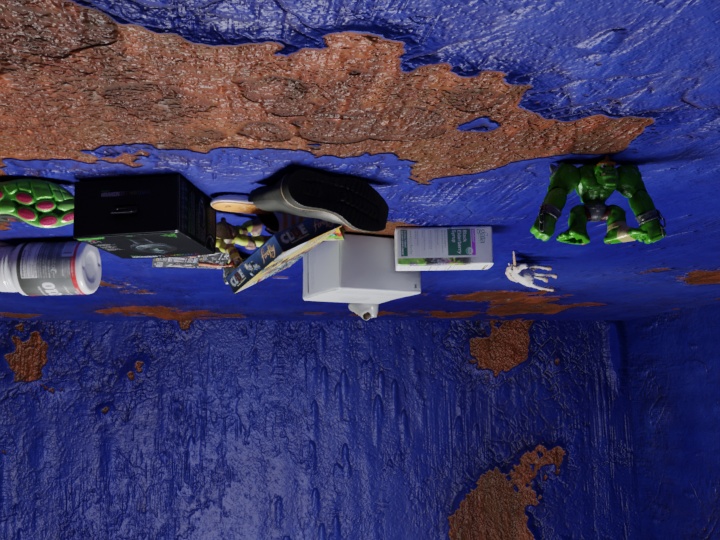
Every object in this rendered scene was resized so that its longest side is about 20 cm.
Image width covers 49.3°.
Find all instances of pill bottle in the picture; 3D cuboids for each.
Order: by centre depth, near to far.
[{"bbox_3d":[-0.664,-0.004,1.659,0.198,0.115,0.114,-2,171,5],"label":"pill bottle"}]

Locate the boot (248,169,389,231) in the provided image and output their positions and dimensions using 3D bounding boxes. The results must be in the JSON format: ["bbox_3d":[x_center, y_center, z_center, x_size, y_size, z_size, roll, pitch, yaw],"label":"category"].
[{"bbox_3d":[-0.066,-0.109,1.254,0.199,0.078,0.138,21,165,-35],"label":"boot"}]

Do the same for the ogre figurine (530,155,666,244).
[{"bbox_3d":[0.349,-0.101,1.160,0.198,0.121,0.098,-4,166,11],"label":"ogre figurine"}]

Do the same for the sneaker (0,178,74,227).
[{"bbox_3d":[-0.538,-0.108,1.219,0.198,0.078,0.084,4,-173,-11],"label":"sneaker"}]

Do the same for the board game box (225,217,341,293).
[{"bbox_3d":[-0.134,-0.032,1.344,0.135,0.035,0.200,-28,176,-39],"label":"board game box"}]

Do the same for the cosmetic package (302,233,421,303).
[{"bbox_3d":[0.000,0.000,1.733,0.198,0.124,0.200,4,171,-27],"label":"cosmetic package"}]

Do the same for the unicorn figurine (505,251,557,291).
[{"bbox_3d":[0.420,0.008,1.969,0.136,0.075,0.200,10,176,-2],"label":"unicorn figurine"}]

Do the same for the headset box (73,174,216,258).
[{"bbox_3d":[-0.344,-0.084,1.267,0.172,0.094,0.200,-3,170,6],"label":"headset box"}]

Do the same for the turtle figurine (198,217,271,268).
[{"bbox_3d":[-0.248,-0.067,1.433,0.160,0.065,0.200,-5,-152,-41],"label":"turtle figurine"}]

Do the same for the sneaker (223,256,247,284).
[{"bbox_3d":[-0.283,-0.009,1.850,0.084,0.075,0.200,-5,-179,-11],"label":"sneaker"}]

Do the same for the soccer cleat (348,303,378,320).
[{"bbox_3d":[0.007,0.136,2.717,0.069,0.078,0.200,3,170,-22],"label":"soccer cleat"}]

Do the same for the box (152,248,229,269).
[{"bbox_3d":[-0.357,-0.043,1.654,0.156,0.050,0.200,2,170,-16],"label":"box"}]

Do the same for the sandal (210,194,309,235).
[{"bbox_3d":[-0.159,-0.090,1.355,0.205,0.060,0.079,2,171,-23],"label":"sandal"}]

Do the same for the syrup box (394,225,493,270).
[{"bbox_3d":[0.170,-0.045,1.614,0.198,0.080,0.081,-1,171,0],"label":"syrup box"}]

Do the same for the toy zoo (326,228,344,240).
[{"bbox_3d":[-0.101,-0.079,1.515,0.130,0.021,0.200,-2,175,2],"label":"toy zoo"}]
